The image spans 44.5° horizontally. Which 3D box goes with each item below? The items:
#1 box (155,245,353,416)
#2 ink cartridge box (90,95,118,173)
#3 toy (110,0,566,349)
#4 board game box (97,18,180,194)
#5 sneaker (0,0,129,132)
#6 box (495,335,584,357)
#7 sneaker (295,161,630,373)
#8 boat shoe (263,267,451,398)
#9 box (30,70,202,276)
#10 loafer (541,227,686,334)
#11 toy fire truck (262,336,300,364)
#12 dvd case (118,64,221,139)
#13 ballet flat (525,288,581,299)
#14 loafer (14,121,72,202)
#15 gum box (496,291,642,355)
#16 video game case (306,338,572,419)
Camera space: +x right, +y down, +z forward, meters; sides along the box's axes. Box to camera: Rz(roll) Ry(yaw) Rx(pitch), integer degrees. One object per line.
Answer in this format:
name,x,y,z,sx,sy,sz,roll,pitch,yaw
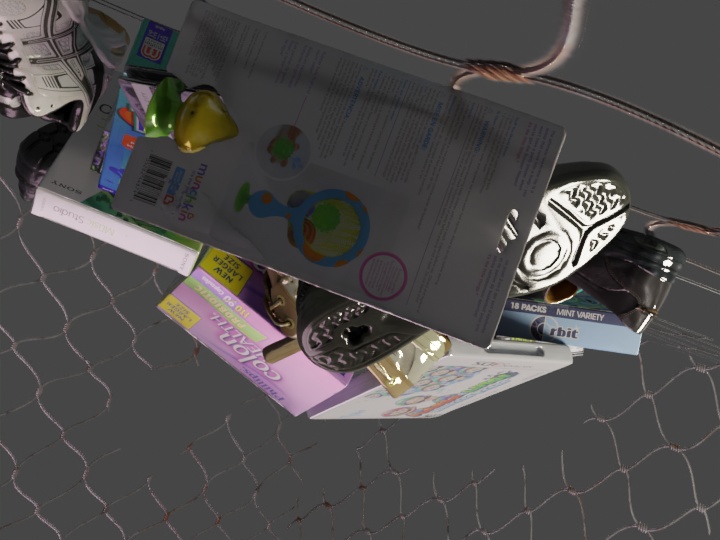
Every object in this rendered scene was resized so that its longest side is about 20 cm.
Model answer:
box,-0.067,0.004,0.872,0.176,0.200,0.097,41,138,-13
ink cartridge box,-0.128,-0.100,0.792,0.199,0.050,0.109,21,-142,-14
toy,-0.012,-0.048,0.448,0.199,0.116,0.047,21,175,3
board game box,-0.105,-0.086,0.644,0.151,0.045,0.200,20,157,-14
sneaker,-0.205,-0.137,0.538,0.075,0.088,0.200,22,179,12
box,0.132,0.058,0.994,0.199,0.044,0.160,-1,-164,-35
sneaker,0.050,-0.026,0.514,0.076,0.199,0.114,55,-166,-37
boat shoe,-0.030,0.019,0.600,0.200,0.067,0.074,36,-178,-13
box,-0.195,-0.095,0.811,0.144,0.036,0.200,22,-139,-12
loafer,0.163,-0.008,0.724,0.073,0.073,0.200,19,-178,-38
toy fire truck,0.000,0.000,0.718,0.128,0.201,0.176,20,180,8
dvd case,-0.038,-0.069,0.562,0.199,0.016,0.149,10,158,7
ballet flat,0.152,-0.016,0.871,0.073,0.073,0.200,20,-178,-19
loafer,-0.261,-0.126,0.882,0.068,0.070,0.200,42,-139,8
gum box,0.201,0.031,0.953,0.169,0.045,0.200,8,-168,5
video game case,0.076,0.109,0.861,0.181,0.024,0.200,8,153,-41
